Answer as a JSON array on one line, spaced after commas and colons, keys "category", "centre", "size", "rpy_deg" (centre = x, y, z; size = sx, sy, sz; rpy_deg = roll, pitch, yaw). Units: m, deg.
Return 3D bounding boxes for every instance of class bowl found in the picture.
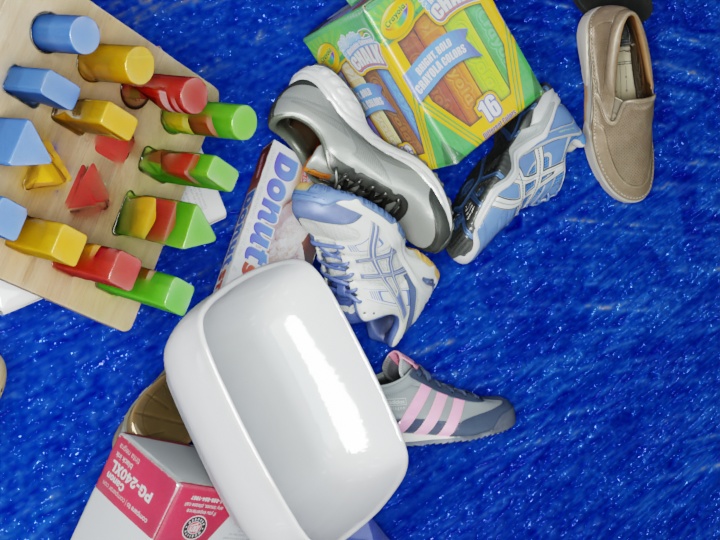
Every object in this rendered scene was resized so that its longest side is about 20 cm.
[{"category": "bowl", "centre": [-0.061, 0.103, 0.893], "size": [0.201, 0.074, 0.200], "rpy_deg": [63, 28, -1]}]

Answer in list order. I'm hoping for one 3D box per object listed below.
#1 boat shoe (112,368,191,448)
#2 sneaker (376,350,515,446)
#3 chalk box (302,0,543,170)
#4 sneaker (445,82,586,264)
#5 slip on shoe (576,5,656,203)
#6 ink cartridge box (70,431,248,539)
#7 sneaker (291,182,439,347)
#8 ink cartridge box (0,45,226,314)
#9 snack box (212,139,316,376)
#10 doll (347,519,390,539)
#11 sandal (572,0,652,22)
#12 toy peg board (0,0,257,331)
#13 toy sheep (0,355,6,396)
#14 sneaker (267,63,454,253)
[{"category": "boat shoe", "centre": [-0.127, 0.089, 0.997], "size": [0.072, 0.065, 0.200], "rpy_deg": [52, 52, -6]}, {"category": "sneaker", "centre": [0.057, 0.114, 1.086], "size": [0.198, 0.070, 0.083], "rpy_deg": [-1, 92, -29]}, {"category": "chalk box", "centre": [0.044, -0.202, 1.062], "size": [0.125, 0.124, 0.201], "rpy_deg": [-40, 106, -24]}, {"category": "sneaker", "centre": [0.150, -0.084, 1.139], "size": [0.077, 0.076, 0.201], "rpy_deg": [39, 73, -16]}, {"category": "slip on shoe", "centre": [0.268, -0.165, 1.205], "size": [0.075, 0.060, 0.203], "rpy_deg": [-14, 102, -25]}, {"category": "ink cartridge box", "centre": [-0.154, 0.238, 0.908], "size": [0.145, 0.083, 0.202], "rpy_deg": [23, 95, -53]}, {"category": "sneaker", "centre": [0.000, 0.000, 1.028], "size": [0.200, 0.075, 0.089], "rpy_deg": [40, 72, -46]}, {"category": "ink cartridge box", "centre": [-0.227, -0.071, 0.938], "size": [0.199, 0.083, 0.148], "rpy_deg": [-25, 100, -27]}, {"category": "snack box", "centre": [-0.077, -0.011, 1.015], "size": [0.071, 0.024, 0.202], "rpy_deg": [30, 57, -23]}, {"category": "doll", "centre": [-0.057, 0.212, 1.034], "size": [0.137, 0.048, 0.200], "rpy_deg": [-46, 108, -7]}, {"category": "sandal", "centre": [0.228, -0.320, 1.207], "size": [0.200, 0.045, 0.075], "rpy_deg": [43, 70, -19]}, {"category": "toy peg board", "centre": [-0.175, -0.075, 0.825], "size": [0.199, 0.097, 0.202], "rpy_deg": [31, 75, -48]}, {"category": "toy sheep", "centre": [-0.346, 0.097, 0.846], "size": [0.198, 0.137, 0.140], "rpy_deg": [-16, 95, -31]}, {"category": "sneaker", "centre": [-0.002, -0.084, 1.044], "size": [0.200, 0.074, 0.079], "rpy_deg": [44, 53, -1]}]
